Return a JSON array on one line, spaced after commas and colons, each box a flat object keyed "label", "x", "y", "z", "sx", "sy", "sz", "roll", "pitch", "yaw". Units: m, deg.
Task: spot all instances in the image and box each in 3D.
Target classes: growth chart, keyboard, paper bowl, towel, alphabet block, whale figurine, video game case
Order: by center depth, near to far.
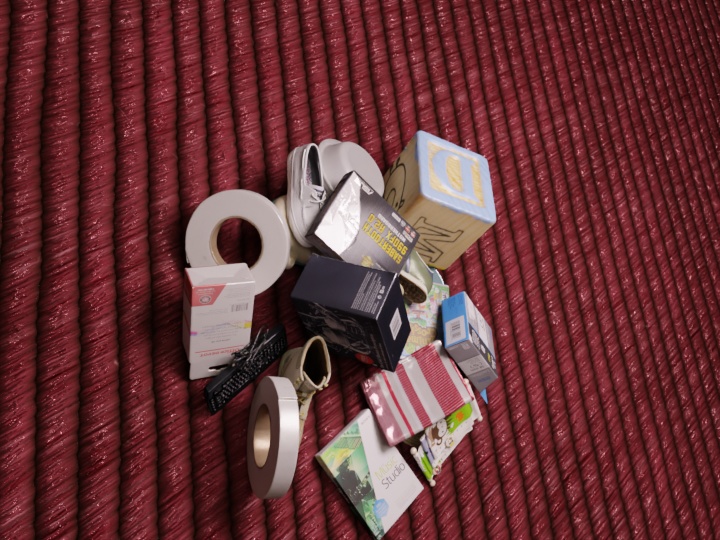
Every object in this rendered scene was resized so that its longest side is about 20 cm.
[{"label": "keyboard", "x": -0.204, "y": 0.181, "z": 1.115, "sx": 0.039, "sy": 0.106, "sz": 0.200, "roll": 26, "pitch": 52, "yaw": 31}, {"label": "towel", "x": 0.113, "y": 0.246, "z": 1.219, "sx": 0.197, "sy": 0.023, "sz": 0.146, "roll": -27, "pitch": 67, "yaw": -5}, {"label": "growth chart", "x": 0.180, "y": 0.334, "z": 1.249, "sx": 0.200, "sy": 0.018, "sz": 0.146, "roll": -47, "pitch": 127, "yaw": -16}, {"label": "whale figurine", "x": -0.132, "y": -0.059, "z": 1.249, "sx": 0.201, "sy": 0.102, "sz": 0.161, "roll": 53, "pitch": 46, "yaw": -29}, {"label": "paper bowl", "x": -0.026, "y": -0.192, "z": 1.291, "sx": 0.199, "sy": 0.104, "sz": 0.204, "roll": 35, "pitch": 38, "yaw": -33}, {"label": "video game case", "x": 0.110, "y": 0.106, "z": 1.304, "sx": 0.196, "sy": 0.022, "sz": 0.186, "roll": 11, "pitch": 68, "yaw": -24}, {"label": "alphabet block", "x": 0.161, "y": -0.151, "z": 1.341, "sx": 0.193, "sy": 0.200, "sz": 0.199, "roll": 18, "pitch": 51, "yaw": -21}]

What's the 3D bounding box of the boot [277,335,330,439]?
[{"label": "boot", "x": -0.111, "y": 0.232, "z": 1.112, "sx": 0.071, "sy": 0.154, "sz": 0.205, "roll": 14, "pitch": 67, "yaw": -22}]

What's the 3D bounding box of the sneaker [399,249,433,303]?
[{"label": "sneaker", "x": 0.079, "y": -0.023, "z": 1.293, "sx": 0.200, "sy": 0.067, "sz": 0.090, "roll": 43, "pitch": 45, "yaw": -3}]

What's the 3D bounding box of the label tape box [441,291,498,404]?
[{"label": "label tape box", "x": 0.251, "y": 0.168, "z": 1.307, "sx": 0.201, "sy": 0.062, "sz": 0.146, "roll": 50, "pitch": 27, "yaw": -30}]

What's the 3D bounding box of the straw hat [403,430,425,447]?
[{"label": "straw hat", "x": 0.149, "y": 0.269, "z": 1.277, "sx": 0.197, "sy": 0.085, "sz": 0.206, "roll": 10, "pitch": 69, "yaw": -25}]

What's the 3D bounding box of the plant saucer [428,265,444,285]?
[{"label": "plant saucer", "x": 0.105, "y": 0.060, "z": 1.354, "sx": 0.197, "sy": 0.039, "sz": 0.206, "roll": 10, "pitch": 69, "yaw": -26}]

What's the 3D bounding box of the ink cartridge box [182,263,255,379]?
[{"label": "ink cartridge box", "x": -0.262, "y": 0.094, "z": 1.096, "sx": 0.114, "sy": 0.204, "sz": 0.068, "roll": -5, "pitch": 33, "yaw": -28}]

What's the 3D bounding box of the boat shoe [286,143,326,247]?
[{"label": "boat shoe", "x": -0.099, "y": -0.151, "z": 1.180, "sx": 0.071, "sy": 0.068, "sz": 0.205, "roll": 13, "pitch": 69, "yaw": -42}]

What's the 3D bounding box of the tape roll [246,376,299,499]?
[{"label": "tape roll", "x": -0.155, "y": 0.288, "z": 1.044, "sx": 0.036, "sy": 0.202, "sz": 0.208, "roll": 7, "pitch": 69, "yaw": -23}]

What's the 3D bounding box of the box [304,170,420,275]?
[{"label": "box", "x": 0.008, "y": -0.068, "z": 1.178, "sx": 0.199, "sy": 0.048, "sz": 0.160, "roll": 42, "pitch": 65, "yaw": -21}]

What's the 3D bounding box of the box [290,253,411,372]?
[{"label": "box", "x": -0.013, "y": 0.084, "z": 1.151, "sx": 0.178, "sy": 0.202, "sz": 0.105, "roll": 13, "pitch": 58, "yaw": 24}]

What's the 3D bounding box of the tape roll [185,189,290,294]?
[{"label": "tape roll", "x": -0.233, "y": -0.050, "z": 1.143, "sx": 0.197, "sy": 0.037, "sz": 0.208, "roll": 1, "pitch": 99, "yaw": 4}]

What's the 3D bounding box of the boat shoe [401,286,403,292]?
[{"label": "boat shoe", "x": 0.000, "y": 0.000, "z": 1.242, "sx": 0.200, "sy": 0.075, "sz": 0.068, "roll": 44, "pitch": 62, "yaw": 5}]

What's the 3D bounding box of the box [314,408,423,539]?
[{"label": "box", "x": 0.020, "y": 0.402, "z": 1.193, "sx": 0.144, "sy": 0.036, "sz": 0.202, "roll": -37, "pitch": 90, "yaw": -32}]
